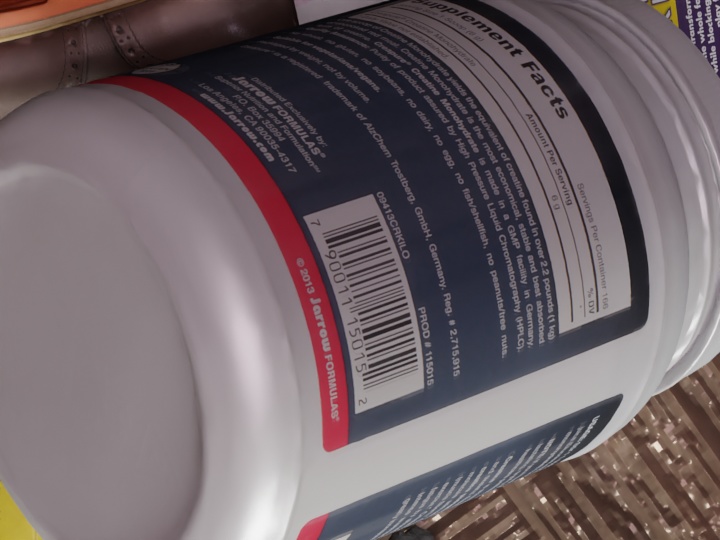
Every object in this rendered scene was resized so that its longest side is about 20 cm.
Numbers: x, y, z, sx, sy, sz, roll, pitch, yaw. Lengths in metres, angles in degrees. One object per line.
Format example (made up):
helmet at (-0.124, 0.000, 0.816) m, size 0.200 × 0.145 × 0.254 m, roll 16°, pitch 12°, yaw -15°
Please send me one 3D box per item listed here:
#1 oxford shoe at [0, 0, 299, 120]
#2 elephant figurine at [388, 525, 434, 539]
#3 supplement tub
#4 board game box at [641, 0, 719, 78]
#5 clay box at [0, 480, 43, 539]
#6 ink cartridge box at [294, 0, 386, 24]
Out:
oxford shoe at (-0.113, -0.049, 0.867) m, size 0.199 × 0.071 × 0.073 m, roll -18°, pitch 108°, yaw 16°
elephant figurine at (-0.057, 0.195, 0.949) m, size 0.200 × 0.155 × 0.142 m, roll -38°, pitch 68°, yaw 27°
supplement tub at (0.000, 0.000, 0.798) m, size 0.200 × 0.140 × 0.141 m, roll -19°, pitch 106°, yaw -39°
board game box at (0.122, -0.101, 0.907) m, size 0.165 × 0.057 × 0.201 m, roll -16°, pitch 104°, yaw -33°
clay box at (-0.160, 0.069, 0.870) m, size 0.199 × 0.048 × 0.115 m, roll 2°, pitch 95°, yaw 8°
ink cartridge box at (-0.014, -0.113, 0.915) m, size 0.116 × 0.067 × 0.201 m, roll -19°, pitch 104°, yaw -3°
